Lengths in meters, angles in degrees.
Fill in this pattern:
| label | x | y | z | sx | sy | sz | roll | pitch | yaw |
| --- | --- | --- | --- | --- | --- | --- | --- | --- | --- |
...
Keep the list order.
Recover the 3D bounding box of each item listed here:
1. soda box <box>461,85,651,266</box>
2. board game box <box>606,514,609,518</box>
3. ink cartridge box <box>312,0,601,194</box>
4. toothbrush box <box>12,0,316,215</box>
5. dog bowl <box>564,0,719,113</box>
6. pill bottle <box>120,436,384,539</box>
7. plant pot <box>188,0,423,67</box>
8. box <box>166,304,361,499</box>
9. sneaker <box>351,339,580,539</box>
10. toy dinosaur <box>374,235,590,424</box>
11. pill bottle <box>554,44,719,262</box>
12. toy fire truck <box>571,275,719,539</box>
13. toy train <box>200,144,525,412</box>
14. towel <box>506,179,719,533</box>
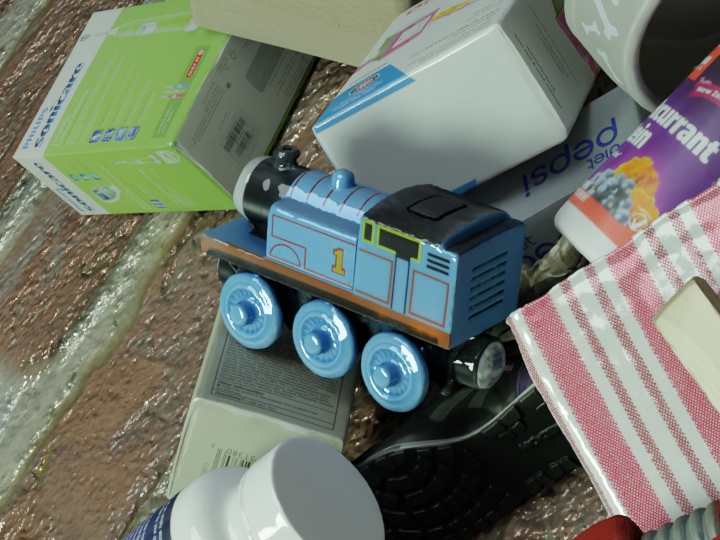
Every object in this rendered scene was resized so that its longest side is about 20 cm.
| label | x | y | z | sx | sy | sz | roll | pitch | yaw |
| --- | --- | --- | --- | --- | --- | --- | --- | --- | --- |
| soda box | 0.102 | -0.030 | 1.325 | 0.199 | 0.063 | 0.068 | -30 | 39 | 24 |
| board game box | 0.180 | 0.172 | 1.092 | 0.199 | 0.026 | 0.201 | 1 | 58 | 46 |
| ink cartridge box | 0.072 | -0.125 | 1.361 | 0.144 | 0.085 | 0.200 | -27 | 15 | 28 |
| toothbrush box | -0.150 | -0.126 | 1.657 | 0.199 | 0.086 | 0.146 | 0 | 56 | 45 |
| dog bowl | 0.216 | -0.165 | 1.228 | 0.200 | 0.200 | 0.059 | -38 | 55 | 15 |
| pill bottle | -0.081 | 0.178 | 1.202 | 0.200 | 0.111 | 0.111 | -41 | 35 | 31 |
| plant pot | -0.016 | -0.281 | 1.515 | 0.199 | 0.177 | 0.200 | 16 | 64 | 23 |
| box | -0.050 | 0.062 | 1.315 | 0.200 | 0.094 | 0.078 | -76 | 4 | -59 |
| sneaker | 0.073 | 0.091 | 1.256 | 0.199 | 0.076 | 0.088 | -27 | 26 | 21 |
| toy dinosaur | 0.053 | 0.018 | 1.288 | 0.200 | 0.088 | 0.048 | -38 | 20 | 28 |
| pill bottle | 0.212 | -0.060 | 1.197 | 0.200 | 0.111 | 0.111 | -46 | 36 | 3 |
| toy fire truck | 0.161 | 0.123 | 1.047 | 0.176 | 0.129 | 0.200 | -29 | 29 | 26 |
| toy train | 0.000 | 0.000 | 1.228 | 0.199 | 0.087 | 0.115 | 22 | 118 | 33 |
| towel | 0.189 | 0.037 | 1.111 | 0.199 | 0.030 | 0.147 | -32 | 71 | 16 |
